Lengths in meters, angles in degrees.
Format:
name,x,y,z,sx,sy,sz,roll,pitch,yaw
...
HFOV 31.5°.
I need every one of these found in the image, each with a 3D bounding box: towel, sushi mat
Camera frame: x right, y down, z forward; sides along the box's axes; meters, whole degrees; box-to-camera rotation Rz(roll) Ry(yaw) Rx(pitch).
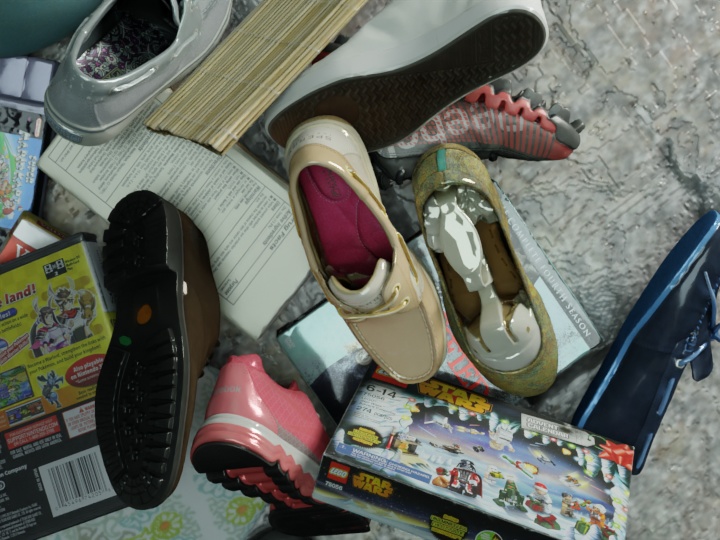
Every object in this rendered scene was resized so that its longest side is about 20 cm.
name,x,y,z,sx,sy,sz,roll,pitch,yaw
towel,-0.157,0.155,0.925,0.170,0.048,0.201,32,96,-23
sushi mat,-0.057,-0.156,0.862,0.200,0.095,0.012,-50,130,-20

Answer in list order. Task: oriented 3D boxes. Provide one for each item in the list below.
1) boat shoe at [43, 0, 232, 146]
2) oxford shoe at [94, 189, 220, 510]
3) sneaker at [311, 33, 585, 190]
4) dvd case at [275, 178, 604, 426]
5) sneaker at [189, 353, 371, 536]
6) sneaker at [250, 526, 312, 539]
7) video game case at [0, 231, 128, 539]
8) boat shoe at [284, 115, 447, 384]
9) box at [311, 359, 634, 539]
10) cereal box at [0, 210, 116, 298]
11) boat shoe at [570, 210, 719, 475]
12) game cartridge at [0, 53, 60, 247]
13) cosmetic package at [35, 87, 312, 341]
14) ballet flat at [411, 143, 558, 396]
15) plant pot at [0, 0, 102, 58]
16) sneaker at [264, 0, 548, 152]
name,x,y,z,sx,sy,sz,roll,pitch,yaw
boat shoe,-0.136,-0.163,0.851,0.070,0.201,0.072,35,140,-4
oxford shoe,-0.120,0.055,0.826,0.072,0.084,0.202,-7,70,29
sneaker,0.055,-0.098,0.903,0.198,0.071,0.099,14,95,3
dvd case,0.057,0.049,0.941,0.199,0.022,0.147,-35,93,4
sneaker,-0.041,0.123,0.883,0.073,0.200,0.088,-8,57,24
sneaker,-0.095,0.281,0.936,0.074,0.089,0.201,32,94,0
video game case,-0.242,0.094,0.869,0.198,0.025,0.182,-21,84,12
boat shoe,0.000,0.000,0.843,0.073,0.069,0.201,-21,112,16
box,0.081,0.134,0.858,0.198,0.137,0.040,19,116,6
cereal box,-0.234,0.078,0.929,0.143,0.040,0.201,31,96,-17
boat shoe,0.222,0.054,0.914,0.068,0.084,0.201,29,112,4
game cartridge,-0.295,-0.065,0.939,0.128,0.038,0.202,11,96,5
cosmetic package,-0.118,-0.052,0.913,0.200,0.071,0.105,40,94,-2
ballet flat,0.084,0.012,0.870,0.070,0.071,0.201,-21,110,4
plant pot,-0.265,-0.256,0.857,0.198,0.135,0.202,0,88,1
sneaker,0.027,-0.142,0.846,0.198,0.085,0.073,-22,137,17
